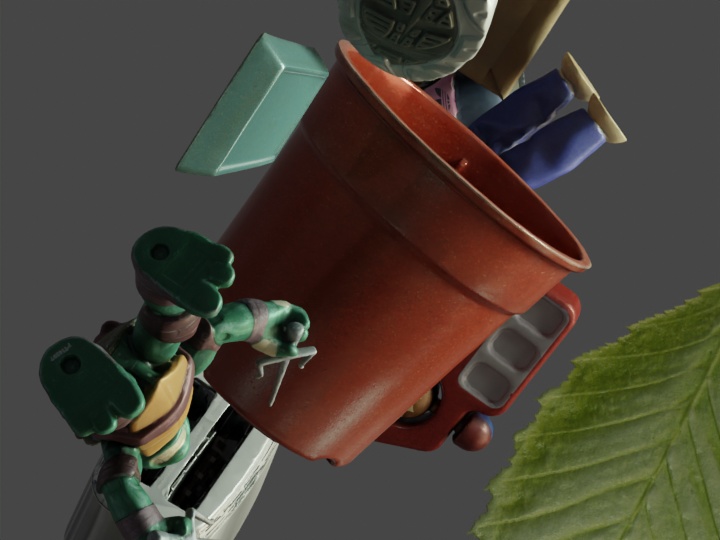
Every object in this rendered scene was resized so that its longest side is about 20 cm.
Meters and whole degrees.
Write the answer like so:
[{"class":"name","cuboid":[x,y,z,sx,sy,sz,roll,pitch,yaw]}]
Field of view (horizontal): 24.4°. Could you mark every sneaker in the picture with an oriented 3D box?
[{"class":"sneaker","cuboid":[0.054,-0.176,0.828,0.099,0.078,0.200,-60,-177,-39]},{"class":"sneaker","cuboid":[0.067,-0.129,1.282,0.200,0.082,0.070,167,-82,-81]}]

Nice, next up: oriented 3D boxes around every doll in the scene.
[{"class":"doll","cuboid":[0.078,-0.057,1.117,0.200,0.137,0.048,-34,146,12]}]

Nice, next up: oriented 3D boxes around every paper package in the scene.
[{"class":"paper package","cuboid":[0.126,-0.249,1.169,0.191,0.103,0.200,-58,178,39]}]

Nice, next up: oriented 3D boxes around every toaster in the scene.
[{"class":"toaster","cuboid":[-0.138,0.157,1.219,0.200,0.114,0.129,-53,173,-38]}]

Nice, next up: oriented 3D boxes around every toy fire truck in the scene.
[{"class":"toy fire truck","cuboid":[0.049,0.056,1.257,0.200,0.168,0.112,-56,177,25]}]

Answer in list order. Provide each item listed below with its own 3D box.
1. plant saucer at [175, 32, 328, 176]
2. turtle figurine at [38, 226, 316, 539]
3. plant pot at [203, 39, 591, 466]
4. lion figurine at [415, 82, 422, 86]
[{"class":"plant saucer","cuboid":[-0.046,-0.076,0.795,0.070,0.019,0.200,-57,178,7]},{"class":"turtle figurine","cuboid":[-0.090,0.063,0.775,0.200,0.100,0.150,83,24,-65]},{"class":"plant pot","cuboid":[0.000,0.000,1.009,0.195,0.201,0.201,-48,-179,12]},{"class":"lion figurine","cuboid":[0.017,-0.126,1.345,0.123,0.072,0.200,105,3,-63]}]
